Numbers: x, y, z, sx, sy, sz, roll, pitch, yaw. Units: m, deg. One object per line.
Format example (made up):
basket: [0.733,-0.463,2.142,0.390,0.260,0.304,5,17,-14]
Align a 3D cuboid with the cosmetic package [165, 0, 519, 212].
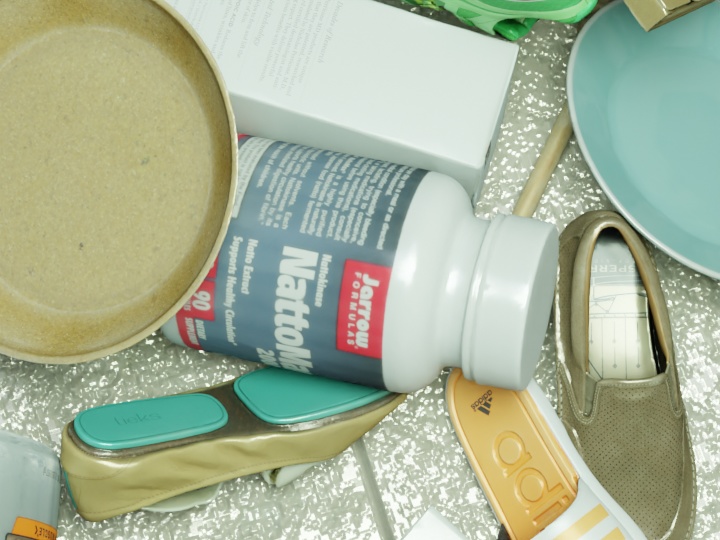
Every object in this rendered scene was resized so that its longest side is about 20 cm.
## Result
cosmetic package: [-0.018,-0.100,1.160,0.198,0.113,0.082,16,73,2]

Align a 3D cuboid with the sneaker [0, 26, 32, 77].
sneaker: [-0.173,-0.131,1.146,0.199,0.104,0.060,-41,96,12]

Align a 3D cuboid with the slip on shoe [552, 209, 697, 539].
slip on shoe: [0.144,0.067,1.124,0.075,0.061,0.202,-4,87,-4]

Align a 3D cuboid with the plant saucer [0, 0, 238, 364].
plant saucer: [-0.148,-0.053,1.070,0.198,0.035,0.203,-1,87,19]

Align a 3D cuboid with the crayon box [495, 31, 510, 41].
crayon box: [0.083,-0.255,1.214,0.126,0.051,0.201,-34,74,20]

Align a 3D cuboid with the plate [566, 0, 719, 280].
plate: [0.201,-0.072,1.174,0.198,0.026,0.202,12,55,-18]

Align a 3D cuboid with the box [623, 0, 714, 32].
box: [0.140,-0.231,1.126,0.201,0.021,0.163,55,39,6]

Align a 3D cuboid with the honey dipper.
honey dipper: [0.118,-0.087,1.202,0.038,0.038,0.201,25,78,6]

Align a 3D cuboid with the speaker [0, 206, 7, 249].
speaker: [-0.269,0.033,1.128,0.200,0.081,0.081,-40,78,-13]

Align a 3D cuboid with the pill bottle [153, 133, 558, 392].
pill bottle: [0.000,0.000,1.108,0.198,0.120,0.121,11,73,13]

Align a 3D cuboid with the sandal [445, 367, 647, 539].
sandal: [0.093,0.137,1.104,0.079,0.059,0.208,-46,67,31]

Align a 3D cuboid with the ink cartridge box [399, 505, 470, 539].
ink cartridge box: [0.047,0.223,1.054,0.200,0.129,0.125,42,76,10]

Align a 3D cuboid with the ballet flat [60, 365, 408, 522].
ballet flat: [-0.068,0.092,1.125,0.198,0.064,0.069,-9,31,-21]

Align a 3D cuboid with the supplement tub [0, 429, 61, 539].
supplement tub: [-0.220,0.186,1.060,0.121,0.123,0.202,3,74,-1]

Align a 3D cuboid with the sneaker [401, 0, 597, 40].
sneaker: [0.058,-0.160,1.131,0.074,0.200,0.084,-49,117,-9]
